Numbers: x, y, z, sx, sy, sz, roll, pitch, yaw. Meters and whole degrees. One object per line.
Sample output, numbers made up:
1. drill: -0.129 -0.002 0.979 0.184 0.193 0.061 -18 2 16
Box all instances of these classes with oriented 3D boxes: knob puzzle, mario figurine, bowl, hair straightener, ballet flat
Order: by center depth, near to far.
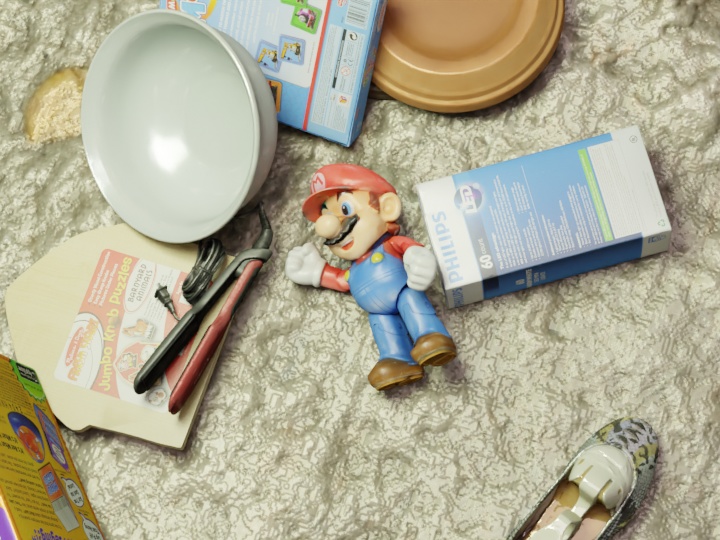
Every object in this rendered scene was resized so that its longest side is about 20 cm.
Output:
1. ballet flat: 0.179 0.199 1.589 0.072 0.072 0.200 38 79 16
2. mario figurine: 0.000 0.000 1.653 0.123 0.106 0.200 -24 73 0
3. hair straightener: -0.141 0.021 1.661 0.077 0.041 0.200 26 77 12
4. bowl: -0.142 -0.129 1.690 0.201 0.090 0.202 7 103 35
5. knob puzzle: -0.216 0.049 1.697 0.219 0.030 0.220 -2 73 5

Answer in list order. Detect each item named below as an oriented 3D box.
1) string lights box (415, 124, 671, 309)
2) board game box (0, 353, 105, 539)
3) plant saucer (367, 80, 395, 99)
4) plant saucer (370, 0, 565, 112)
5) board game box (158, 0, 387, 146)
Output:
1. string lights box: 0.157 -0.046 1.674 0.200 0.059 0.103 -15 71 1
2. board game box: -0.350 0.193 1.562 0.200 0.200 0.200 -28 71 6
3. plant saucer: 0.031 -0.253 1.770 0.200 0.029 0.201 -1 72 4
4. plant saucer: 0.083 -0.239 1.727 0.200 0.037 0.201 -2 73 6
5. board game box: -0.083 -0.212 1.714 0.200 0.152 0.037 19 33 11
